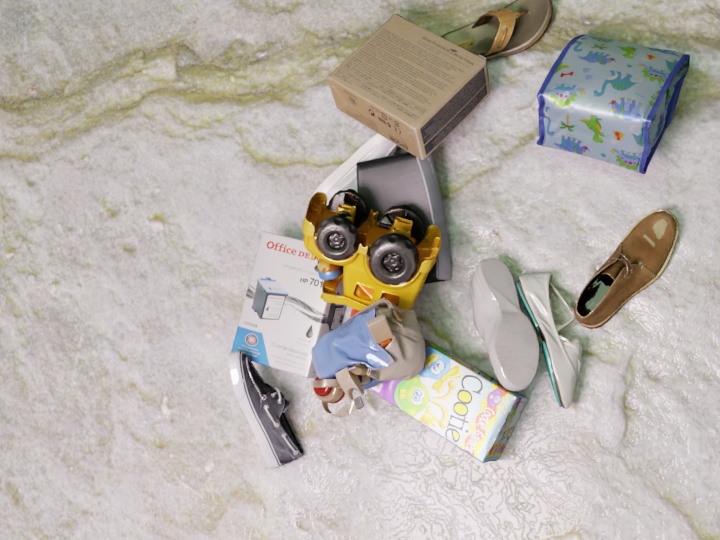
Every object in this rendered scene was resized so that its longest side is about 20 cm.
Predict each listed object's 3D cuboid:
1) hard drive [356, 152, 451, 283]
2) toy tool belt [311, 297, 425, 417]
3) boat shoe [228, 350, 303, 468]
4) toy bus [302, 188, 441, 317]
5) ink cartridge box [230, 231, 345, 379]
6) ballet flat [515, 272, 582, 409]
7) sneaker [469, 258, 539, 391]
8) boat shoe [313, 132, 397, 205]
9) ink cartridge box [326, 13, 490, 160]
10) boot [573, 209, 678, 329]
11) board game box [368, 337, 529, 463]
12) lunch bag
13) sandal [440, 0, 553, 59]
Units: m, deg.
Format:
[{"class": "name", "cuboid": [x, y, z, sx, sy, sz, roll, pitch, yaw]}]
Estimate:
[{"class": "hard drive", "cuboid": [0.062, -0.074, 1.425, 0.132, 0.042, 0.205, -9, 96, 18]}, {"class": "toy tool belt", "cuboid": [-0.014, 0.120, 1.295, 0.198, 0.122, 0.127, -34, 61, 25]}, {"class": "boat shoe", "cuboid": [-0.142, 0.208, 1.438, 0.067, 0.072, 0.203, -19, 104, 7]}, {"class": "toy bus", "cuboid": [0.000, 0.000, 1.362, 0.196, 0.136, 0.195, 18, 118, 0]}, {"class": "ink cartridge box", "cuboid": [-0.104, 0.055, 1.473, 0.144, 0.086, 0.204, 13, 87, 22]}, {"class": "ballet flat", "cuboid": [0.281, 0.092, 1.333, 0.068, 0.069, 0.204, -22, 70, 16]}, {"class": "sneaker", "cuboid": [0.199, 0.089, 1.347, 0.074, 0.089, 0.203, 4, 57, -20]}, {"class": "boat shoe", "cuboid": [0.015, -0.161, 1.477, 0.199, 0.072, 0.069, -41, 91, 3]}, {"class": "ink cartridge box", "cuboid": [0.074, -0.283, 1.423, 0.165, 0.076, 0.199, -43, 55, -16]}, {"class": "boot", "cuboid": [0.373, -0.004, 1.306, 0.073, 0.075, 0.201, 41, 95, 23]}, {"class": "board game box", "cuboid": [0.128, 0.179, 1.352, 0.198, 0.105, 0.104, 30, 92, 22]}, {"class": "lunch bag", "cuboid": [0.360, -0.254, 1.330, 0.167, 0.129, 0.202, 19, 59, 22]}, {"class": "sandal", "cuboid": [0.203, -0.370, 1.444, 0.196, 0.054, 0.082, -18, 75, 17]}]
